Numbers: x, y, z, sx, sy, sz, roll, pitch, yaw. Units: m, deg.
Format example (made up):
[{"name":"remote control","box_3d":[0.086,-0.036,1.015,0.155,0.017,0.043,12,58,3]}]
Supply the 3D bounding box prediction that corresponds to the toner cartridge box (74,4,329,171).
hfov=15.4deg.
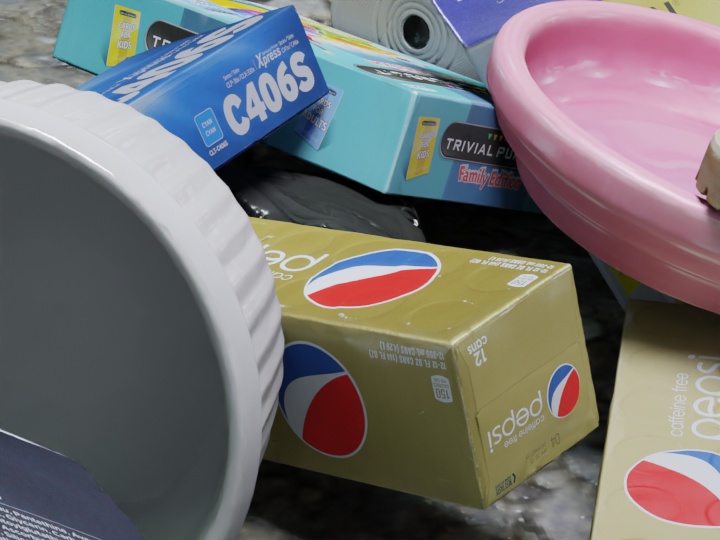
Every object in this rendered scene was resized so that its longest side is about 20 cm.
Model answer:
[{"name":"toner cartridge box","box_3d":[-0.102,-0.046,1.047,0.095,0.043,0.200,-15,14,34]}]

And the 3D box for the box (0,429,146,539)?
[{"name":"box","box_3d":[-0.109,0.138,0.693,0.104,0.148,0.200,26,10,-38]}]

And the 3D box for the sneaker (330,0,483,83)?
[{"name":"sneaker","box_3d":[0.091,-0.100,1.289,0.200,0.073,0.112,28,33,27]}]

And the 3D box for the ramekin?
[{"name":"ramekin","box_3d":[-0.119,0.031,0.886,0.199,0.201,0.105,8,18,12]}]

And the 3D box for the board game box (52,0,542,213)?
[{"name":"board game box","box_3d":[-0.015,-0.081,1.201,0.200,0.047,0.151,23,11,34]}]

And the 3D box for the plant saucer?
[{"name":"plant saucer","box_3d":[0.139,-0.038,1.029,0.200,0.051,0.201,16,26,-8]}]

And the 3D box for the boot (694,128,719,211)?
[{"name":"boot","box_3d":[0.219,-0.065,0.963,0.200,0.108,0.075,-2,32,-41]}]

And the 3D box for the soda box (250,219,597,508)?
[{"name":"soda box","box_3d":[-0.015,0.028,0.967,0.200,0.064,0.068,8,30,43]}]

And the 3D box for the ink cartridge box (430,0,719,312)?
[{"name":"ink cartridge box","box_3d":[0.150,-0.083,1.164,0.197,0.047,0.200,-21,76,-36]}]

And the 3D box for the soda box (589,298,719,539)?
[{"name":"soda box","box_3d":[0.117,0.085,0.933,0.067,0.064,0.200,6,28,7]}]

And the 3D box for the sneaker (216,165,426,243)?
[{"name":"sneaker","box_3d":[0.000,0.000,1.083,0.091,0.076,0.200,-9,31,-37]}]
